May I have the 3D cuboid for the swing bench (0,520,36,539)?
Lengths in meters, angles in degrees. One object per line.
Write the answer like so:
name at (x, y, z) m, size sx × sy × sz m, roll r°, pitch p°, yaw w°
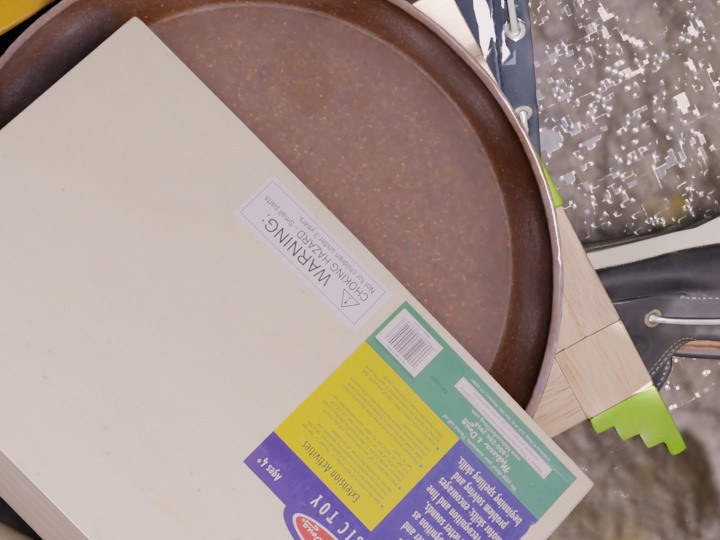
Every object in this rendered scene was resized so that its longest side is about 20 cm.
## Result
swing bench at (-0.188, 0.147, 0.869) m, size 0.199 × 0.130 × 0.200 m, roll 27°, pitch 91°, yaw 11°

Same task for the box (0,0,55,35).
box at (-0.191, -0.054, 0.916) m, size 0.200 × 0.119 × 0.041 m, roll -27°, pitch 99°, yaw 29°

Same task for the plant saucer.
plant saucer at (-0.035, -0.001, 0.895) m, size 0.200 × 0.034 × 0.200 m, roll 2°, pitch 101°, yaw 10°

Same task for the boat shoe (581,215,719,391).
boat shoe at (0.086, 0.021, 1.039) m, size 0.200 × 0.072 × 0.068 m, roll -9°, pitch 91°, yaw -14°

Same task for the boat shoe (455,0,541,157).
boat shoe at (0.043, -0.107, 1.022) m, size 0.062 × 0.075 × 0.200 m, roll 0°, pitch 94°, yaw -11°

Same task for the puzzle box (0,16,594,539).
puzzle box at (-0.042, 0.037, 0.829) m, size 0.200 × 0.025 × 0.133 m, roll 46°, pitch 58°, yaw 0°

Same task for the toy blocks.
toy blocks at (0.000, 0.000, 0.946) m, size 0.137 × 0.100 × 0.200 m, roll -28°, pitch 104°, yaw 2°

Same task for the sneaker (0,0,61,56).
sneaker at (-0.102, -0.081, 0.975) m, size 0.200 × 0.104 × 0.060 m, roll -28°, pitch 99°, yaw -10°
